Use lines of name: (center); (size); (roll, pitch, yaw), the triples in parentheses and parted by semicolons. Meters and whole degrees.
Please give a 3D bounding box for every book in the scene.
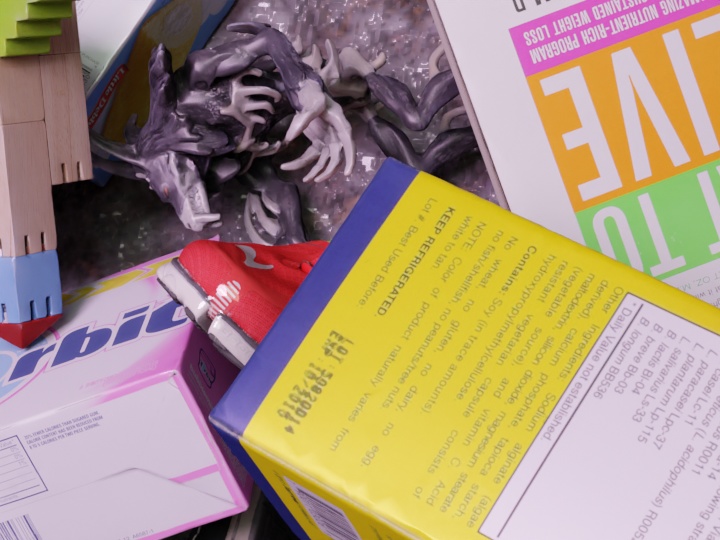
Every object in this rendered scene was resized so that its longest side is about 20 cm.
book: (0.108, -0.070, 0.724); (0.133, 0.048, 0.201); (-21, 95, 1)

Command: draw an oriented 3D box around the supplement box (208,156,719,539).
supplement box: (0.071, 0.068, 0.609); (0.200, 0.110, 0.109); (27, 72, 26)

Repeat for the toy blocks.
toy blocks: (-0.183, -0.039, 0.775); (0.199, 0.100, 0.137); (0, 98, 33)

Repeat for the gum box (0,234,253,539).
gum box: (-0.139, 0.068, 0.756); (0.199, 0.114, 0.066); (-19, 114, 13)

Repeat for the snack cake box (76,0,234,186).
snack cake box: (-0.113, -0.155, 0.857); (0.115, 0.067, 0.200); (32, 82, 18)

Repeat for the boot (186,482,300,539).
boot: (-0.115, 0.141, 0.772); (0.153, 0.074, 0.204); (13, 75, 17)

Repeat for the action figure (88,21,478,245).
action figure: (-0.017, -0.051, 0.785); (0.199, 0.119, 0.102); (-13, 58, 0)

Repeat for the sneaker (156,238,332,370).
sneaker: (0.000, 0.000, 0.721); (0.077, 0.200, 0.085); (44, 109, 25)
